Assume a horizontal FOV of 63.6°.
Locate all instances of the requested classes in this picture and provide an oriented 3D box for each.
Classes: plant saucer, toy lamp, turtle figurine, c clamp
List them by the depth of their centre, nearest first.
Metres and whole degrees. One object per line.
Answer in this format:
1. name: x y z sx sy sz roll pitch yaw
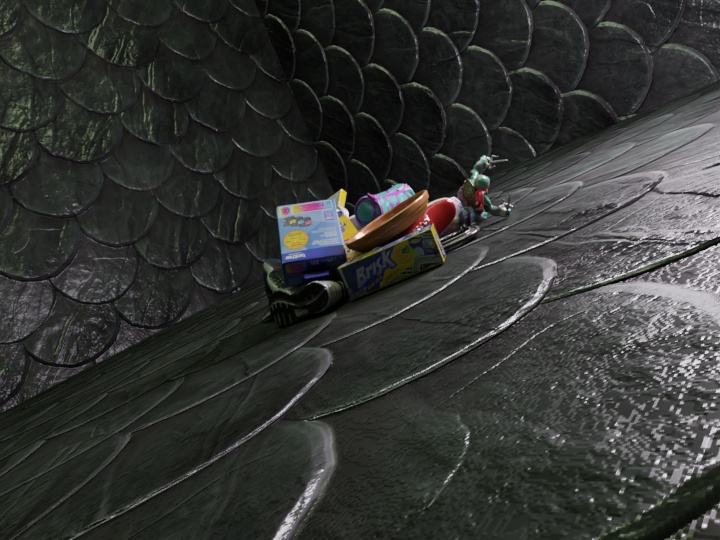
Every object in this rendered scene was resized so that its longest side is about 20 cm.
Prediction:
1. plant saucer: 0.059 -0.094 1.184 0.198 0.038 0.200 -34 8 5
2. c clamp: 0.167 -0.058 1.259 0.197 0.028 0.171 -23 6 18
3. toy lamp: 0.147 -0.108 1.304 0.195 0.060 0.058 -6 5 -5
4. turtle figurine: 0.274 -0.182 1.312 0.098 0.153 0.200 -8 -10 -5

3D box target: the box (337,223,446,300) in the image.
1. box: 0.059 -0.015 1.104 0.197 0.071 0.064 -23 6 16

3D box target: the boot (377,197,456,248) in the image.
1. boot: 0.133 -0.076 1.195 0.199 0.073 0.144 -37 11 -5

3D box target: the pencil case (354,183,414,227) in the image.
1. pencil case: 0.067 -0.172 1.515 0.199 0.084 0.094 -30 -35 -53

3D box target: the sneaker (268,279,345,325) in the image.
1. sneaker: -0.110 0.064 1.180 0.197 0.076 0.079 -12 0 41

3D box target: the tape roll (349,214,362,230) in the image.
1. tape roll: 0.013 -0.095 1.656 0.199 0.142 0.203 -23 6 3

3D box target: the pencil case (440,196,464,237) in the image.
1. pencil case: 0.156 -0.103 1.382 0.196 0.092 0.084 -23 50 -10

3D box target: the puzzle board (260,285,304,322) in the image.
1. puzzle board: -0.157 0.052 1.366 0.151 0.017 0.199 -51 8 -29

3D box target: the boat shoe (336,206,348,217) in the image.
1. boat shoe: -0.078 -0.056 1.408 0.067 0.205 0.071 6 6 -40

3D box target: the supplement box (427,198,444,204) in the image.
1. supplement box: 0.130 -0.100 1.485 0.197 0.087 0.110 -26 5 -15

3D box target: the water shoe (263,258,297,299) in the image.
1. water shoe: -0.182 0.036 1.327 0.070 0.081 0.200 -1 18 -14

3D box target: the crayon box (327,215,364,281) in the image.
1. crayon box: -0.055 -0.045 1.288 0.125 0.201 0.051 -24 -39 -18

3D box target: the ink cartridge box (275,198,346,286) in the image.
1. ink cartridge box: -0.101 -0.049 1.211 0.133 0.203 0.077 -9 -40 -5

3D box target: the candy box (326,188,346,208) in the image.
1. candy box: -0.089 -0.119 1.576 0.101 0.026 0.204 -26 43 40
